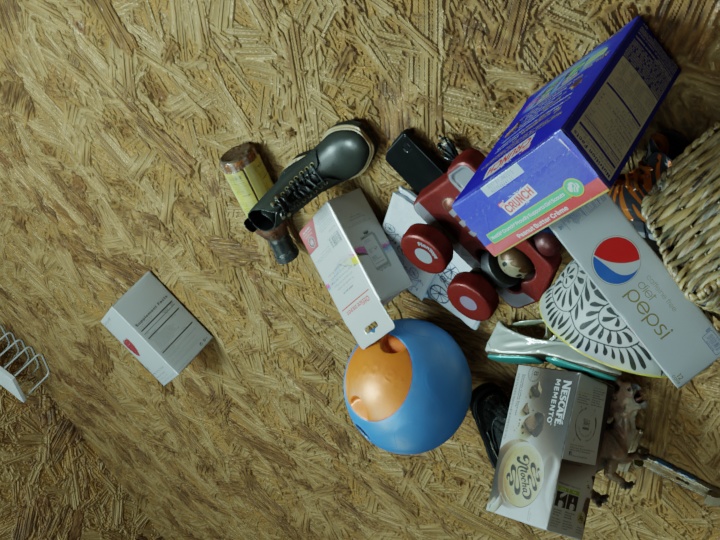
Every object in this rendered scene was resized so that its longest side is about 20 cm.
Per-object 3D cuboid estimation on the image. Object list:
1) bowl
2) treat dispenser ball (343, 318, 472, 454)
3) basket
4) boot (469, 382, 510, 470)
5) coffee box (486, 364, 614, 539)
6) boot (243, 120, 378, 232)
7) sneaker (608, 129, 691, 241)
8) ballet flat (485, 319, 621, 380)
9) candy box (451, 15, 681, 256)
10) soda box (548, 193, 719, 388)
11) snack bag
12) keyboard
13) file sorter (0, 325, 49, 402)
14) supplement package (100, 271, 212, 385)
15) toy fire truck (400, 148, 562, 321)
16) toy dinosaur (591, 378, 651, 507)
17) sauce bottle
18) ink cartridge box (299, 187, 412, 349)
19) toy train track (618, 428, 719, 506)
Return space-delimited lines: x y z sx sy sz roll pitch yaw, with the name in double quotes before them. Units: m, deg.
"bowl" 0.303 0.021 0.925 0.198 0.200 0.096 22 119 26
"treat dispenser ball" 0.072 0.176 1.287 0.198 0.201 0.203 26 144 21
"basket" 0.378 -0.057 0.772 0.199 0.145 0.148 -38 142 29
"boot" 0.244 0.282 1.278 0.213 0.079 0.158 57 175 -21
"coffee box" 0.252 0.236 1.118 0.079 0.204 0.112 23 168 -33
"boot" -0.069 -0.118 1.159 0.078 0.139 0.199 47 145 -10
"sneaker" 0.287 -0.097 0.895 0.196 0.078 0.114 11 131 25
"ballet flat" 0.258 0.100 1.139 0.197 0.070 0.070 6 133 40
"candy box" 0.199 -0.129 0.820 0.077 0.201 0.169 45 146 -8
"soda box" 0.266 0.011 0.818 0.063 0.068 0.201 -38 87 11
"snack bag" 0.110 -0.007 1.192 0.199 0.021 0.190 37 150 10
"keyboard" 0.123 -0.106 1.086 0.200 0.021 0.127 44 152 -5
"file sorter" -1.106 0.287 2.662 0.198 0.125 0.140 30 146 18
"supplement package" -0.441 0.127 1.821 0.200 0.120 0.121 46 147 -7
"toy fire truck" 0.154 -0.039 0.998 0.200 0.113 0.168 44 152 -8
"toy dinosaur" 0.315 0.238 1.161 0.198 0.086 0.137 -33 89 12
"sauce bottle" -0.155 -0.100 1.330 0.065 0.066 0.203 7 132 39
"ink cartridge box" 0.000 0.000 1.228 0.203 0.067 0.116 62 147 7
"toy train track" 0.420 0.289 1.213 0.197 0.033 0.116 24 142 23
